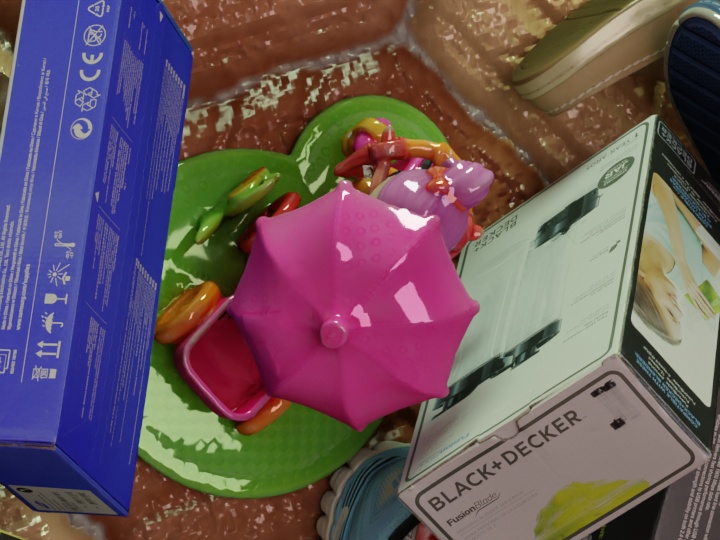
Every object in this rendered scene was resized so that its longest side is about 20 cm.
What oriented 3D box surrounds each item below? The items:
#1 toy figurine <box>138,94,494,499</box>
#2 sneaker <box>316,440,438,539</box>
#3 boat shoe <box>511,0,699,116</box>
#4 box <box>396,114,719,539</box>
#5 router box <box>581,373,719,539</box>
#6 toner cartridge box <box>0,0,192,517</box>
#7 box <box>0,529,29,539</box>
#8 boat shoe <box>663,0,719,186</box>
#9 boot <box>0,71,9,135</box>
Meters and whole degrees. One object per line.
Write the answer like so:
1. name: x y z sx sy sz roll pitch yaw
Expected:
1. toy figurine: 0.000 0.000 1.163 0.200 0.184 0.150 -45 103 -18
2. sneaker: 0.012 0.174 1.222 0.078 0.090 0.201 7 87 -23
3. boat shoe: 0.159 -0.112 1.295 0.199 0.071 0.065 -30 100 -21
4. box: 0.089 0.031 1.186 0.116 0.200 0.060 -35 108 25
5. router box: 0.110 0.142 1.231 0.062 0.150 0.201 18 83 -21
6. toner cartridge box: -0.109 -0.014 1.112 0.043 0.095 0.201 2 70 13
7. box: -0.187 0.111 1.026 0.199 0.050 0.076 24 73 -22
8. boat shoe: 0.191 -0.064 1.275 0.072 0.072 0.200 -42 142 -12
9. boot: -0.163 -0.045 1.098 0.064 0.200 0.187 2 116 19
